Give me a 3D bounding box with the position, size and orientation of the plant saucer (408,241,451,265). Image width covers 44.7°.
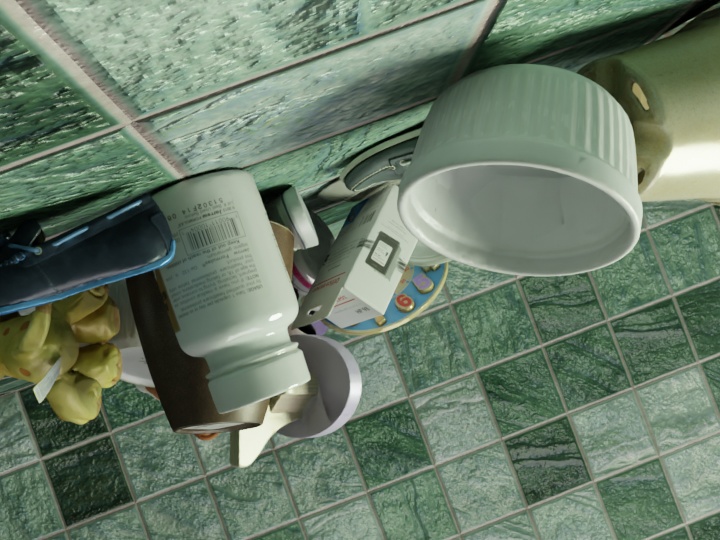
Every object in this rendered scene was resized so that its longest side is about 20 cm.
[{"bbox_3d":[0.113,-0.097,1.190,0.200,0.050,0.201,-24,-141,21],"label":"plant saucer"}]

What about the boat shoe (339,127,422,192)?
[{"bbox_3d":[0.066,-0.118,0.938,0.199,0.062,0.073,-22,177,28],"label":"boat shoe"}]

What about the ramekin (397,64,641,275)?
[{"bbox_3d":[0.137,-0.085,0.746,0.199,0.105,0.200,10,157,4],"label":"ramekin"}]

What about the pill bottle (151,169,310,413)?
[{"bbox_3d":[-0.120,0.020,0.795,0.114,0.201,0.114,-20,177,-1],"label":"pill bottle"}]

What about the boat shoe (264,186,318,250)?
[{"bbox_3d":[-0.096,-0.052,1.034,0.066,0.072,0.200,-24,-174,-8],"label":"boat shoe"}]

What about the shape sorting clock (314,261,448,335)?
[{"bbox_3d":[0.024,0.008,1.212,0.199,0.039,0.200,-17,-142,14],"label":"shape sorting clock"}]

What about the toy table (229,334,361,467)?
[{"bbox_3d":[-0.106,0.141,1.058,0.117,0.185,0.200,8,157,-42],"label":"toy table"}]

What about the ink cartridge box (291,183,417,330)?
[{"bbox_3d":[0.000,0.000,1.112,0.116,0.067,0.200,-23,-143,59],"label":"ink cartridge box"}]

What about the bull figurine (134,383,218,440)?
[{"bbox_3d":[-0.250,0.153,1.243,0.121,0.200,0.065,-45,158,-16],"label":"bull figurine"}]

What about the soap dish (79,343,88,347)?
[{"bbox_3d":[-0.349,0.066,1.319,0.199,0.082,0.157,-21,178,-3],"label":"soap dish"}]

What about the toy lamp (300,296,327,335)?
[{"bbox_3d":[-0.080,0.009,1.303,0.058,0.200,0.058,-5,135,-5],"label":"toy lamp"}]

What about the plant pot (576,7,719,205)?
[{"bbox_3d":[0.298,-0.144,0.839,0.183,0.201,0.200,-14,175,-29],"label":"plant pot"}]

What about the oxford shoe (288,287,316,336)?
[{"bbox_3d":[-0.119,0.020,1.131,0.072,0.200,0.071,-14,-143,17],"label":"oxford shoe"}]

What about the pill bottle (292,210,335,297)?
[{"bbox_3d":[-0.138,0.000,1.230,0.199,0.114,0.113,-22,177,28],"label":"pill bottle"}]

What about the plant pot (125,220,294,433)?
[{"bbox_3d":[-0.157,0.067,0.926,0.186,0.201,0.187,-5,165,-1],"label":"plant pot"}]

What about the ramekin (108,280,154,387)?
[{"bbox_3d":[-0.251,0.080,1.142,0.199,0.105,0.200,0,154,0],"label":"ramekin"}]

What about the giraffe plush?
[{"bbox_3d":[-0.374,0.085,0.953,0.161,0.173,0.200,1,-167,11],"label":"giraffe plush"}]

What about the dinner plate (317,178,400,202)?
[{"bbox_3d":[0.041,-0.122,1.123,0.199,0.024,0.200,-20,177,-1],"label":"dinner plate"}]

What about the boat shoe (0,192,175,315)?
[{"bbox_3d":[-0.250,-0.009,0.688,0.199,0.069,0.084,-19,-174,-23],"label":"boat shoe"}]
